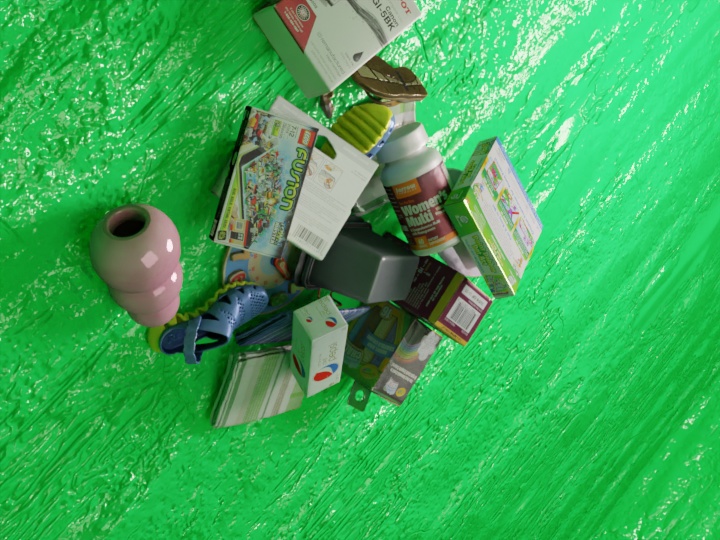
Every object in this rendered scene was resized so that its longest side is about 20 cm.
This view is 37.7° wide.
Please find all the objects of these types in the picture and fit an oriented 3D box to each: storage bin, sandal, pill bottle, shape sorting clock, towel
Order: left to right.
[{"bbox_3d":[-0.223,0.087,1.624,0.199,0.087,0.080,-30,134,-23],"label":"sandal"},{"bbox_3d":[-0.162,0.191,1.808,0.199,0.031,0.150,-7,127,-48],"label":"towel"},{"bbox_3d":[-0.139,-0.018,1.704,0.199,0.039,0.202,-28,132,-35],"label":"shape sorting clock"},{"bbox_3d":[-0.098,0.088,1.764,0.144,0.024,0.199,-27,164,39],"label":"towel"},{"bbox_3d":[-0.020,-0.183,1.670,0.200,0.080,0.087,-42,156,20],"label":"sandal"},{"bbox_3d":[0.000,0.000,1.756,0.200,0.133,0.147,-2,113,-63],"label":"storage bin"},{"bbox_3d":[0.039,-0.295,1.689,0.054,0.081,0.199,-36,164,28],"label":"sandal"},{"bbox_3d":[0.042,-0.203,1.794,0.149,0.031,0.202,-28,133,-36],"label":"towel"},{"bbox_3d":[0.098,-0.135,1.749,0.109,0.109,0.201,-34,109,-29],"label":"pill bottle"}]

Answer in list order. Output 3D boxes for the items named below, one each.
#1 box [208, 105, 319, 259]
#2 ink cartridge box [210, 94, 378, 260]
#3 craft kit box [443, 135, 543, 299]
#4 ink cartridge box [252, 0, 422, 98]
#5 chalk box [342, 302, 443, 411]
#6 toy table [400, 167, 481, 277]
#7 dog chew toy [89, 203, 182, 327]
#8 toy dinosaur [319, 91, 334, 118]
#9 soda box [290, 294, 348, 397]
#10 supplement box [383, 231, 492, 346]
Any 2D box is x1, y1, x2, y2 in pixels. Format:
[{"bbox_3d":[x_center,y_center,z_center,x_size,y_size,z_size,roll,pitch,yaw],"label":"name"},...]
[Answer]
[{"bbox_3d":[-0.141,-0.127,1.539,0.109,0.035,0.202,14,96,-22],"label":"box"},{"bbox_3d":[-0.098,-0.139,1.594,0.199,0.044,0.175,32,88,-23],"label":"ink cartridge box"},{"bbox_3d":[0.230,-0.091,1.787,0.201,0.048,0.198,59,37,-24],"label":"craft kit box"},{"bbox_3d":[-0.030,-0.367,1.514,0.200,0.083,0.147,-43,110,-21],"label":"ink cartridge box"},{"bbox_3d":[0.034,0.164,1.955,0.201,0.123,0.124,-57,144,-2],"label":"chalk box"},{"bbox_3d":[0.168,-0.095,1.886,0.182,0.117,0.202,-15,107,-5],"label":"toy table"},{"bbox_3d":[-0.303,0.003,1.470,0.124,0.124,0.201,-38,145,-25],"label":"dog chew toy"},{"bbox_3d":[-0.052,-0.330,1.596,0.106,0.060,0.202,-50,157,-62],"label":"toy dinosaur"},{"bbox_3d":[-0.070,0.126,1.712,0.068,0.064,0.201,-24,152,-20],"label":"soda box"},{"bbox_3d":[0.117,0.033,1.896,0.104,0.199,0.131,-57,143,-2],"label":"supplement box"}]
